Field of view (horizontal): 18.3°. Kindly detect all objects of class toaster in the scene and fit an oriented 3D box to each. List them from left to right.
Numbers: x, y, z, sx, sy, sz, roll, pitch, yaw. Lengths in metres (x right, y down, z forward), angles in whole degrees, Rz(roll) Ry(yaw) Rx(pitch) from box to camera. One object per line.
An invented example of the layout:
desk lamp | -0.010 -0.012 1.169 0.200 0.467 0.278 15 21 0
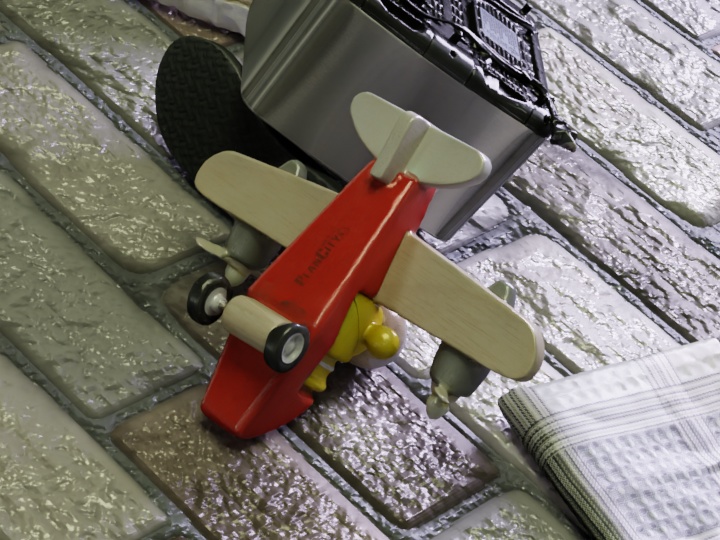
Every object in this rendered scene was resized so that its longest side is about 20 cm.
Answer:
toaster | 0.028 -0.133 1.441 0.180 0.119 0.200 33 24 -18

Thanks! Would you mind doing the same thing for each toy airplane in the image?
toy airplane | 0.000 0.000 1.310 0.198 0.141 0.201 -13 55 9

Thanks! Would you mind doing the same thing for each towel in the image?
towel | 0.209 0.123 1.338 0.199 0.035 0.193 -8 46 -32

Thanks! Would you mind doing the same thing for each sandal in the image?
sandal | -0.064 -0.068 1.434 0.201 0.075 0.048 50 21 23

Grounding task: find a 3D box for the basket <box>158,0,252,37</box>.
basket | -0.095 -0.296 1.609 0.199 0.161 0.199 22 37 0
